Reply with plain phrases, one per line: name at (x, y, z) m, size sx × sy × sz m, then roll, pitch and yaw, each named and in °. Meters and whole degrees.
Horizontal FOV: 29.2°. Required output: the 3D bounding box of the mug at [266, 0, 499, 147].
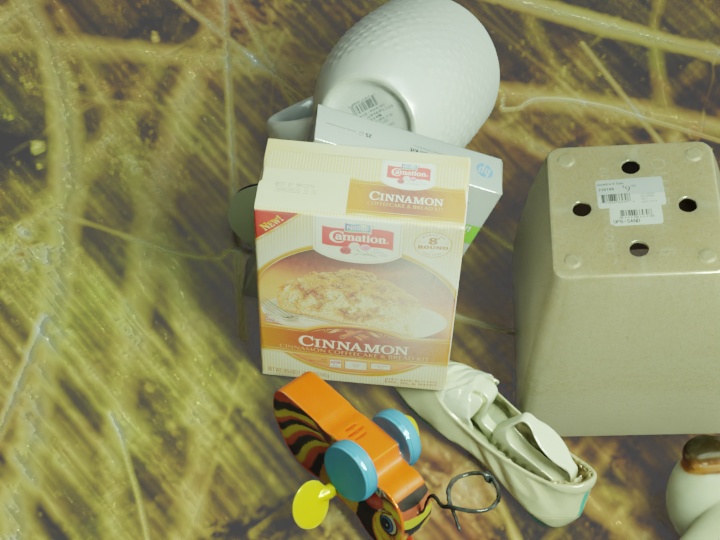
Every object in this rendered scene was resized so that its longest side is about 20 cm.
mug at (0.010, -0.148, 1.226) m, size 0.175 × 0.198 × 0.149 m, roll -50°, pitch 126°, yaw -60°

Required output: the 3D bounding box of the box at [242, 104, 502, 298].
box at (0.006, -0.033, 1.112) m, size 0.154 × 0.201 × 0.042 m, roll 15°, pitch 48°, yaw -13°

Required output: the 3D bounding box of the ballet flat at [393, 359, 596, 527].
ballet flat at (0.111, 0.124, 1.132) m, size 0.200 × 0.070 × 0.069 m, roll 40°, pitch 50°, yaw 9°

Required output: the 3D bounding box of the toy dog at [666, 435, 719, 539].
toy dog at (0.292, 0.234, 1.101) m, size 0.192 × 0.140 × 0.202 m, roll -6°, pitch 46°, yaw 24°

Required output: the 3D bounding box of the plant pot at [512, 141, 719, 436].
plant pot at (0.224, 0.005, 1.151) m, size 0.197 × 0.178 × 0.202 m, roll -2°, pitch 53°, yaw 7°

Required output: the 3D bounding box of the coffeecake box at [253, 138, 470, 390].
coffeecake box at (0.000, 0.000, 1.061) m, size 0.151 × 0.201 × 0.074 m, roll 5°, pitch 50°, yaw 3°

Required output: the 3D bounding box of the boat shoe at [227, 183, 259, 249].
boat shoe at (-0.017, -0.041, 1.202) m, size 0.199 × 0.075 × 0.063 m, roll 8°, pitch 24°, yaw -10°

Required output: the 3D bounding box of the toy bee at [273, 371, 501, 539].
toy bee at (0.007, 0.168, 1.045) m, size 0.129 × 0.110 × 0.200 m, roll -13°, pitch 36°, yaw -22°
